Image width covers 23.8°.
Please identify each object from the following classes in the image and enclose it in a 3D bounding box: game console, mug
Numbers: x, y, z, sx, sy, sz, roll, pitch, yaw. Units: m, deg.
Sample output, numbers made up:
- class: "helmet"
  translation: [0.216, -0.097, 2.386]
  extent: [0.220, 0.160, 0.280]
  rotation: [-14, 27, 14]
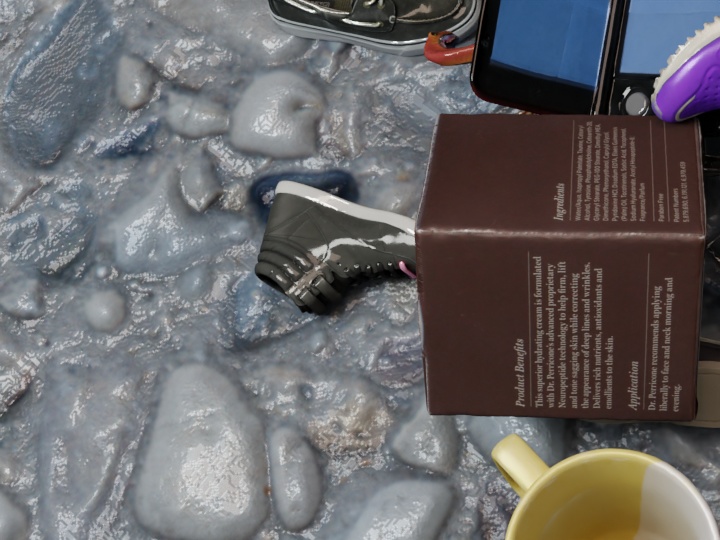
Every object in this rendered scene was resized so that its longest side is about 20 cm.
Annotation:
- class: "game console"
  translation: [0.195, -0.211, 1.277]
  extent: [0.171, 0.118, 0.202]
  rotation: [8, 87, 39]
- class: "mug"
  translation: [0.185, 0.204, 1.226]
  extent: [0.148, 0.153, 0.188]
  rotation: [-13, 65, 10]

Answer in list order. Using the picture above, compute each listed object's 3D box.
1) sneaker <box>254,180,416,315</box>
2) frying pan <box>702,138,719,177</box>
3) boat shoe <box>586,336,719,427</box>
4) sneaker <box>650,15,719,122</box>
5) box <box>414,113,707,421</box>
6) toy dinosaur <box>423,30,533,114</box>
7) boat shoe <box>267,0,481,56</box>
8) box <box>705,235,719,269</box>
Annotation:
- class: "sneaker"
  translation: [0.000, 0.000, 1.410]
  extent: [0.199, 0.071, 0.100]
  rotation: [18, 78, 26]
- class: "frying pan"
  translation: [0.244, -0.064, 1.327]
  extent: [0.116, 0.031, 0.190]
  rotation: [-65, 26, 5]
- class: "boat shoe"
  translation: [0.214, 0.077, 1.334]
  extent: [0.199, 0.073, 0.063]
  rotation: [8, 28, 24]
- class: "sneaker"
  translation: [0.305, -0.143, 1.201]
  extent: [0.199, 0.070, 0.100]
  rotation: [-30, 72, 10]
- class: "box"
  translation: [0.148, -0.005, 1.246]
  extent: [0.198, 0.167, 0.165]
  rotation: [2, 36, 8]
- class: "toy dinosaur"
  translation: [0.147, -0.207, 1.410]
  extent: [0.180, 0.201, 0.105]
  rotation: [-2, 47, -14]
- class: "boat shoe"
  translation: [0.007, -0.235, 1.497]
  extent: [0.198, 0.071, 0.073]
  rotation: [2, 69, 16]
- class: "box"
  translation: [0.370, -0.023, 1.204]
  extent: [0.200, 0.046, 0.159]
  rotation: [-43, 66, 9]
